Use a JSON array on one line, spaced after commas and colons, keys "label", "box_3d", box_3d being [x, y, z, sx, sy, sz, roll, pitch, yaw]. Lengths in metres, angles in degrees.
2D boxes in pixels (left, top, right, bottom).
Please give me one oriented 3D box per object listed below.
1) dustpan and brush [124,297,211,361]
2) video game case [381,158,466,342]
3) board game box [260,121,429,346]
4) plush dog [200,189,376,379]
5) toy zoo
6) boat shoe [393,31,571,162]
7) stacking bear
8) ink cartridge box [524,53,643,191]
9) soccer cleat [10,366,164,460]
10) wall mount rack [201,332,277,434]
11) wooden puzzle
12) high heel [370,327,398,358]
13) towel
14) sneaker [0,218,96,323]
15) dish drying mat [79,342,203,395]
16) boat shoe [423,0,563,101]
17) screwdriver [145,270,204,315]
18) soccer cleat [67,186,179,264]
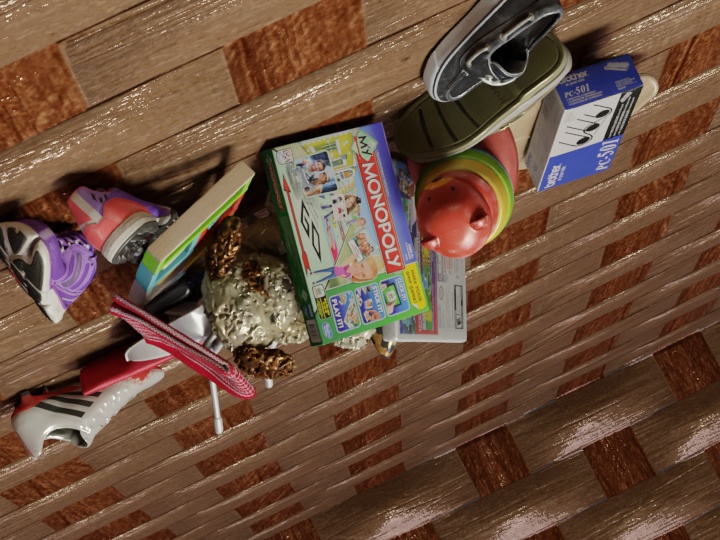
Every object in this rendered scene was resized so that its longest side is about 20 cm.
[{"label": "dustpan and brush", "box_3d": [-0.183, 0.049, 1.801, 0.139, 0.057, 0.200, -33, -164, -30]}, {"label": "video game case", "box_3d": [0.072, -0.019, 1.811, 0.023, 0.201, 0.182, -3, 176, 29]}, {"label": "board game box", "box_3d": [-0.014, -0.038, 1.601, 0.134, 0.201, 0.029, -17, -176, -30]}, {"label": "plush dog", "box_3d": [-0.101, 0.017, 1.629, 0.160, 0.201, 0.172, -18, -173, 33]}, {"label": "toy zoo", "box_3d": [-0.173, -0.028, 1.587, 0.131, 0.020, 0.200, -45, 178, -22]}, {"label": "boat shoe", "box_3d": [0.131, -0.169, 1.639, 0.199, 0.075, 0.068, -29, 163, 14]}, {"label": "stacking bear", "box_3d": [0.104, -0.072, 1.655, 0.121, 0.114, 0.200, -16, -165, 14]}, {"label": "ink cartridge box", "box_3d": [0.243, -0.160, 1.748, 0.094, 0.044, 0.200, -18, 160, -10]}, {"label": "soccer cleat", "box_3d": [-0.326, 0.169, 1.936, 0.199, 0.086, 0.069, -16, 165, -28]}, {"label": "wall mount rack", "box_3d": [-0.119, 0.086, 1.816, 0.174, 0.075, 0.200, -53, 172, 37]}, {"label": "wooden puzzle", "box_3d": [0.215, -0.175, 1.813, 0.199, 0.046, 0.185, -5, 153, -41]}, {"label": "high heel", "box_3d": [0.000, 0.000, 1.771, 0.071, 0.201, 0.142, -2, 179, 28]}, {"label": "towel", "box_3d": [-0.179, 0.083, 1.630, 0.023, 0.144, 0.200, -59, 172, -8]}, {"label": "sneaker", "box_3d": [-0.291, -0.017, 1.496, 0.083, 0.081, 0.200, -41, 173, -11]}, {"label": "dish drying mat", "box_3d": [-0.240, 0.093, 1.894, 0.199, 0.018, 0.077, -22, -159, -6]}, {"label": "boat shoe", "box_3d": [0.129, -0.210, 1.524, 0.071, 0.068, 0.200, -13, 159, -38]}, {"label": "screwdriver", "box_3d": [-0.159, -0.003, 1.772, 0.199, 0.028, 0.029, -30, -168, 20]}, {"label": "soccer cleat", "box_3d": [-0.223, -0.050, 1.503, 0.068, 0.073, 0.200, -47, 179, 5]}]
